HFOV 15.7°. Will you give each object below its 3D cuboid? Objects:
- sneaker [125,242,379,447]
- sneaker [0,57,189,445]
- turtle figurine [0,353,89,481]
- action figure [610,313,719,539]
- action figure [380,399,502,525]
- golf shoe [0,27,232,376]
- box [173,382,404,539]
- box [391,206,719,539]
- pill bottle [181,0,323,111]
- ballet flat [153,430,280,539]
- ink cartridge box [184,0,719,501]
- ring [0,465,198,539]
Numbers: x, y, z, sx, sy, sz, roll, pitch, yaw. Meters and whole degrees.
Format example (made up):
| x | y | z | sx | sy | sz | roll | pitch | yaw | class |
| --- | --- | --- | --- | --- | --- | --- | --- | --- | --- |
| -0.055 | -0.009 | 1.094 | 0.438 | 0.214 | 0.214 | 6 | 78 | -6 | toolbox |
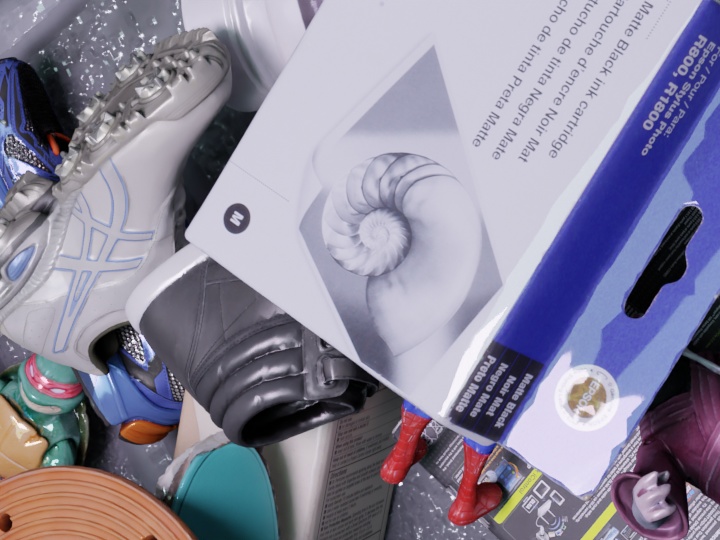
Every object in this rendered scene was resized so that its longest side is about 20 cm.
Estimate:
| x | y | z | sx | sy | sz | roll | pitch | yaw | class |
| --- | --- | --- | --- | --- | --- | --- | --- | --- | --- |
| 0.000 | 0.000 | 1.112 | 0.200 | 0.071 | 0.099 | -38 | 67 | 14 | sneaker |
| -0.122 | -0.018 | 1.268 | 0.078 | 0.075 | 0.200 | -29 | 92 | 18 | sneaker |
| -0.183 | 0.097 | 1.292 | 0.150 | 0.101 | 0.200 | 49 | 130 | 26 | turtle figurine |
| 0.176 | 0.076 | 1.080 | 0.134 | 0.149 | 0.200 | -48 | 57 | -7 | action figure |
| 0.070 | 0.005 | 1.131 | 0.065 | 0.099 | 0.200 | 29 | 131 | 18 | action figure |
| -0.100 | -0.028 | 1.179 | 0.097 | 0.078 | 0.200 | 37 | 129 | -12 | golf shoe |
| -0.035 | 0.096 | 1.221 | 0.078 | 0.095 | 0.201 | 16 | 103 | 24 | box |
| 0.131 | 0.053 | 1.160 | 0.160 | 0.044 | 0.200 | 43 | 113 | 15 | box |
| 0.026 | -0.130 | 1.147 | 0.200 | 0.111 | 0.112 | -12 | 92 | 27 | pill bottle |
| -0.076 | 0.169 | 1.168 | 0.072 | 0.072 | 0.201 | 3 | 96 | 26 | ballet flat |
| 0.056 | -0.043 | 1.032 | 0.200 | 0.041 | 0.200 | 33 | 97 | 23 | ink cartridge box |
| -0.126 | 0.185 | 1.133 | 0.200 | 0.019 | 0.201 | -2 | 86 | 33 | ring |
